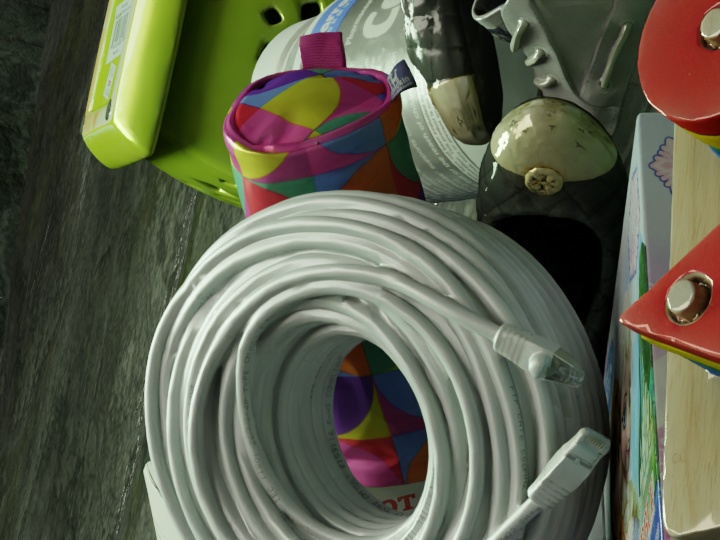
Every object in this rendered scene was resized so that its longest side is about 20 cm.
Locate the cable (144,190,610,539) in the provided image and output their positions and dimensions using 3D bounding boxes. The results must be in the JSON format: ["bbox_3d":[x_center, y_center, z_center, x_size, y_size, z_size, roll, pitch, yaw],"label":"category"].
[{"bbox_3d":[0.005,0.064,1.026,0.200,0.069,0.200,43,120,22],"label":"cable"}]

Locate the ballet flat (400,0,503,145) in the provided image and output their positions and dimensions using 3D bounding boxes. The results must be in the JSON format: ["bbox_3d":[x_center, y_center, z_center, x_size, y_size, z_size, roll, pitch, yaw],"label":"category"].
[{"bbox_3d":[0.014,-0.142,1.089,0.066,0.057,0.200,39,-151,-73],"label":"ballet flat"}]

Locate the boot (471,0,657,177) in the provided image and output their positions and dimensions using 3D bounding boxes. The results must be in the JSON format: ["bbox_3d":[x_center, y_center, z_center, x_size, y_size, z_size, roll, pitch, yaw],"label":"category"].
[{"bbox_3d":[0.088,-0.096,1.052,0.074,0.095,0.200,-107,33,-56],"label":"boot"}]

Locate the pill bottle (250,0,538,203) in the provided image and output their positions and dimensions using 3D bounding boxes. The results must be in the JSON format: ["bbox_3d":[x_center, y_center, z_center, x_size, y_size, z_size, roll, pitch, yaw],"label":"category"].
[{"bbox_3d":[0.037,-0.090,1.227,0.200,0.114,0.114,-6,71,54],"label":"pill bottle"}]

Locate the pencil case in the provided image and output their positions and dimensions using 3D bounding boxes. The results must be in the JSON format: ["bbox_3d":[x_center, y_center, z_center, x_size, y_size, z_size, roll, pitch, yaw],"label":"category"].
[{"bbox_3d":[0.000,0.000,1.120,0.088,0.088,0.200,-105,1,-60],"label":"pencil case"}]

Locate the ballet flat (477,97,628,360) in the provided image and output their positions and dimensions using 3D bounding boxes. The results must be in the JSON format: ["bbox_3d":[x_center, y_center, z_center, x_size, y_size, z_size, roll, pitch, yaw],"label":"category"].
[{"bbox_3d":[0.077,0.013,1.053,0.057,0.066,0.200,-66,-17,-45],"label":"ballet flat"}]

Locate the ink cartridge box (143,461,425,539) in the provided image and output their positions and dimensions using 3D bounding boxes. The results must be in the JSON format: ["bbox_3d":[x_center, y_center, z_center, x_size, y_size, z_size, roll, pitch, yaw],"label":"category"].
[{"bbox_3d":[-0.025,0.163,1.225,0.125,0.128,0.201,-147,45,-75],"label":"ink cartridge box"}]

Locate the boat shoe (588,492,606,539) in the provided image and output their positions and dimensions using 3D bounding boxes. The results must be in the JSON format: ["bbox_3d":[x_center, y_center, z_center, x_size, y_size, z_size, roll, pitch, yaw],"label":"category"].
[{"bbox_3d":[0.078,0.178,1.045,0.200,0.065,0.074,-82,-22,-51],"label":"boat shoe"}]

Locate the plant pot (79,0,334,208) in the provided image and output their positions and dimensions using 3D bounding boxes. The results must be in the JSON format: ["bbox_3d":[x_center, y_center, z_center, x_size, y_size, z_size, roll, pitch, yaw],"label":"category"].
[{"bbox_3d":[-0.087,-0.146,1.758,0.200,0.181,0.200,178,104,-76],"label":"plant pot"}]

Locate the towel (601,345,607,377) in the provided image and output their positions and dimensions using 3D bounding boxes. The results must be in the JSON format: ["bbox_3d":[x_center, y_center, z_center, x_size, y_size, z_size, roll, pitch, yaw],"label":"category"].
[{"bbox_3d":[0.086,0.060,1.198,0.112,0.048,0.201,-149,72,-75],"label":"towel"}]

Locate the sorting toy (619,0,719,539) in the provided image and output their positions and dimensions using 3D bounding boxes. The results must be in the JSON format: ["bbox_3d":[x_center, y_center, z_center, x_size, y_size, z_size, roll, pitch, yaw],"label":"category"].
[{"bbox_3d":[0.165,-0.033,0.778,0.198,0.070,0.201,-20,54,40],"label":"sorting toy"}]

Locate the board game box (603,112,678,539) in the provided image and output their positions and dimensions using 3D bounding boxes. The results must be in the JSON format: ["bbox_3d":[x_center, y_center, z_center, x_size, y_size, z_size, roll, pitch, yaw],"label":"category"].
[{"bbox_3d":[0.120,0.079,0.949,0.200,0.041,0.200,90,-178,-53],"label":"board game box"}]
